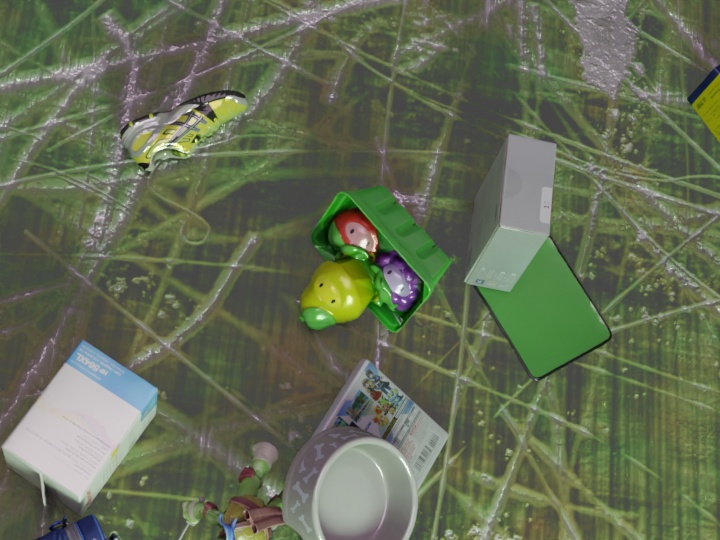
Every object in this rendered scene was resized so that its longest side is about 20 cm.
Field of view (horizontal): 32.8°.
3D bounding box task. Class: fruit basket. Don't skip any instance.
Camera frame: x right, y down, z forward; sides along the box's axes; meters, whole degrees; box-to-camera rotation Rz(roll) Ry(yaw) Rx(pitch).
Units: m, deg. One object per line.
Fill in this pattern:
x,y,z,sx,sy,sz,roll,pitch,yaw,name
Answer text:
0.000,0.000,1.789,0.215,0.156,0.216,14,53,-19,fruit basket

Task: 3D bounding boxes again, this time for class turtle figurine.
-0.163,0.342,1.650,0.143,0.201,0.194,19,43,20,turtle figurine

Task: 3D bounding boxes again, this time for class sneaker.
-0.259,-0.211,1.854,0.199,0.075,0.077,-24,82,-9,sneaker

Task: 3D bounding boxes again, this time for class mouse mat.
0.279,0.054,1.892,0.161,0.008,0.200,-26,75,-20,mouse mat

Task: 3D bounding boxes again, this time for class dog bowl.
-0.007,0.309,1.634,0.200,0.059,0.201,4,84,-37,dog bowl

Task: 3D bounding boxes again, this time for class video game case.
0.015,0.257,1.708,0.182,0.022,0.200,44,64,-22,video game case

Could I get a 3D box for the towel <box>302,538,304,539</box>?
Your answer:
-0.013,0.307,1.725,0.086,0.018,0.201,21,66,-2,towel

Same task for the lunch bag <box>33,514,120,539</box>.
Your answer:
-0.351,0.407,1.550,0.132,0.136,0.201,-20,73,-19,lunch bag

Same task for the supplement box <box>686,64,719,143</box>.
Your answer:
0.661,-0.255,2.038,0.109,0.109,0.200,-29,78,-20,supplement box

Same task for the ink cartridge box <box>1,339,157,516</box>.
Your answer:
-0.377,0.220,1.622,0.125,0.129,0.200,33,65,3,ink cartridge box

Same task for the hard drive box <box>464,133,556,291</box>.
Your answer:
0.221,-0.082,1.823,0.076,0.200,0.156,11,65,-5,hard drive box
